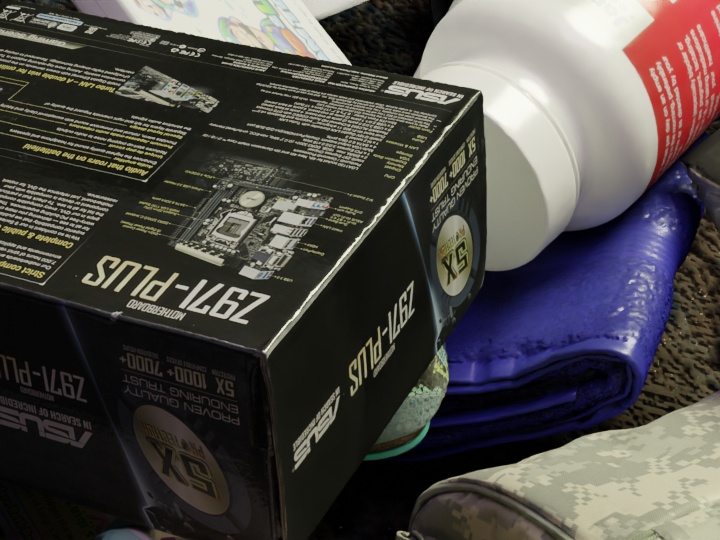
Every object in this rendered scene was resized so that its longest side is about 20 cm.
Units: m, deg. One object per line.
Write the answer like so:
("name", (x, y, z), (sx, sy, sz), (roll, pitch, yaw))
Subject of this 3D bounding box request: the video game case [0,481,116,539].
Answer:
("video game case", (-0.158, 0.122, 0.627), (0.182, 0.024, 0.200), (-23, 71, -36))

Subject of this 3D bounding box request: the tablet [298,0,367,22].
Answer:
("tablet", (-0.018, -0.162, 0.943), (0.200, 0.014, 0.130), (-18, 33, 27))

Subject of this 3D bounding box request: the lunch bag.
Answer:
("lunch bag", (0.133, 0.120, 0.688), (0.200, 0.139, 0.168), (-13, 38, -33))

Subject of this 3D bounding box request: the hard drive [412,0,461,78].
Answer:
("hard drive", (0.071, -0.153, 0.896), (0.026, 0.132, 0.200), (28, 83, -2))

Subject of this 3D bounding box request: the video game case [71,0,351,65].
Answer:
("video game case", (-0.068, -0.115, 0.810), (0.200, 0.024, 0.182), (53, 22, 17))

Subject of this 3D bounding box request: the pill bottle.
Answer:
("pill bottle", (0.098, -0.089, 0.785), (0.112, 0.112, 0.200), (33, 52, 18))

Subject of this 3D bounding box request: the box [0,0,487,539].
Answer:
("box", (-0.078, -0.007, 0.624), (0.200, 0.086, 0.164), (13, 38, 21))

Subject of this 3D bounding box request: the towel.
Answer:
("towel", (0.077, 0.008, 0.807), (0.148, 0.050, 0.200), (-10, 28, 27))

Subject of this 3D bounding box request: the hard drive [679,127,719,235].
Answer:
("hard drive", (0.219, 0.035, 0.757), (0.038, 0.200, 0.140), (-39, 21, 0))

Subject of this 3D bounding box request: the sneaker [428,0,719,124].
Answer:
("sneaker", (0.113, -0.127, 1.002), (0.114, 0.076, 0.200), (-27, 51, -37))

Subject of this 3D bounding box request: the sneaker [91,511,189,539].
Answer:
("sneaker", (-0.066, 0.168, 0.576), (0.140, 0.078, 0.200), (42, 56, 0))

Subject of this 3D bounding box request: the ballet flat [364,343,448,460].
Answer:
("ballet flat", (0.000, 0.000, 0.752), (0.074, 0.074, 0.200), (7, 23, -11))
